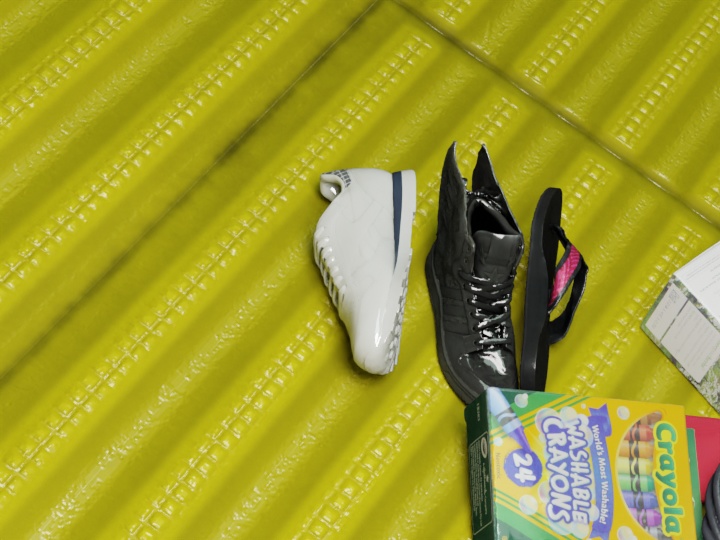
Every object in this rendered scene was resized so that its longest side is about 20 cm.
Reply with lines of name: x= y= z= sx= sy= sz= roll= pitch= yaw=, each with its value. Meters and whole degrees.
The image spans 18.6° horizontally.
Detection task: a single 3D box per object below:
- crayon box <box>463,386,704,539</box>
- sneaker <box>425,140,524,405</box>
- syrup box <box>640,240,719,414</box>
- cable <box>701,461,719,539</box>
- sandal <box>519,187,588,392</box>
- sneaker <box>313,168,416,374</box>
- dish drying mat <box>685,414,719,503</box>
crayon box: x=0.182 y=0.163 z=1.670 sx=0.198 sy=0.052 sz=0.127 roll=6 pitch=66 yaw=-19
sneaker: x=0.095 y=0.006 z=1.740 sx=0.059 sy=0.105 sz=0.201 roll=1 pitch=53 yaw=-23
syrup box: x=0.331 y=0.079 z=1.797 sx=0.081 sy=0.079 sz=0.200 roll=-30 pitch=69 yaw=-34
cable: x=0.340 y=0.180 z=1.665 sx=0.199 sy=0.051 sz=0.164 roll=-32 pitch=59 yaw=-5
sandal: x=0.159 y=0.021 z=1.771 sx=0.045 sy=0.075 sz=0.201 roll=-2 pitch=52 yaw=14
sneaker: x=0.000 y=0.000 z=1.737 sx=0.080 sy=0.077 sz=0.201 roll=7 pitch=46 yaw=-3
dish drying mat: x=0.212 y=0.147 z=1.731 sx=0.198 sy=0.018 sz=0.077 roll=4 pitch=62 yaw=-19
